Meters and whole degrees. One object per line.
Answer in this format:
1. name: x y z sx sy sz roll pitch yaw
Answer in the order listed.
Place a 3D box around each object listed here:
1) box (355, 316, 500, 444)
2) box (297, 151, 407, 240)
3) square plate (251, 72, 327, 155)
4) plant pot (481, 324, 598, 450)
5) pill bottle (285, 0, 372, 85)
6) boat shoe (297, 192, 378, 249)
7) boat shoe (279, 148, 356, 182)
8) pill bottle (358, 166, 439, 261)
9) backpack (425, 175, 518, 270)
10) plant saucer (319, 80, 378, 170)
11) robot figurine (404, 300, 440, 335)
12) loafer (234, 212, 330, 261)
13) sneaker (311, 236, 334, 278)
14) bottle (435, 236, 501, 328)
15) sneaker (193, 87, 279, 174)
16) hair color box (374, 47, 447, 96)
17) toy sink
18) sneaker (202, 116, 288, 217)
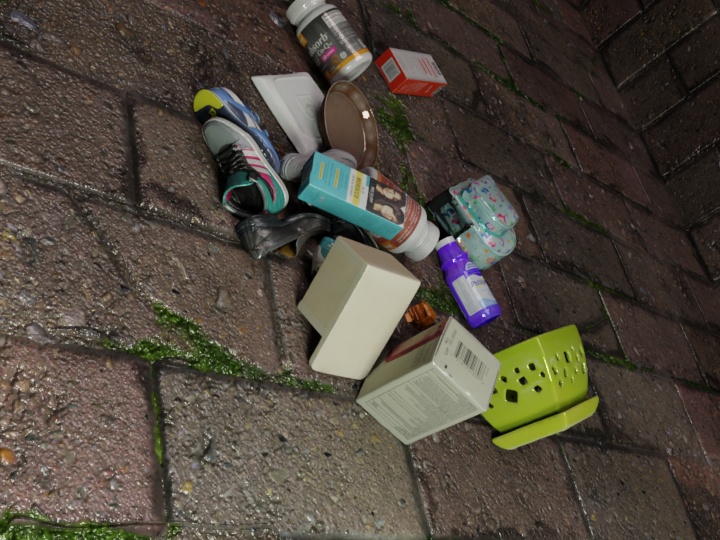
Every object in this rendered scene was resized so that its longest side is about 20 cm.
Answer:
1. box: 0.111 0.184 1.412 0.128 0.200 0.109 43 45 -15
2. box: -0.012 -0.135 1.563 0.199 0.049 0.083 23 53 -21
3. square plate: -0.112 -0.332 1.776 0.199 0.028 0.200 57 33 5
4. plant pot: 0.339 0.232 1.675 0.198 0.199 0.183 -6 70 -53
5. pill bottle: -0.072 -0.520 1.917 0.201 0.116 0.116 53 33 1
6. boat shoe: -0.040 -0.074 1.585 0.200 0.074 0.066 49 14 -22
7. boat shoe: -0.066 -0.192 1.651 0.065 0.074 0.199 21 24 37
8. pill bottle: 0.059 -0.106 1.705 0.199 0.112 0.113 36 37 -24
9. backpack: 0.269 -0.109 1.945 0.201 0.150 0.177 60 32 2
10. plant saucer: -0.028 -0.294 1.788 0.200 0.034 0.202 19 68 -55
11. robot figurine: 0.130 0.130 1.565 0.200 0.058 0.146 63 3 -69
12. loafer: -0.126 -0.055 1.478 0.199 0.073 0.073 -9 75 -43
13. sneaker: 0.000 0.000 1.550 0.199 0.077 0.080 26 63 -36
14. bottle: 0.225 0.023 1.833 0.083 0.065 0.201 -8 67 -52
15. sneaker: -0.209 -0.253 1.545 0.200 0.074 0.082 51 31 -6
16. hair color box: 0.132 -0.509 2.208 0.199 0.061 0.102 -10 68 -53
17. toy sink: -0.017 0.063 1.438 0.130 0.201 0.112 17 18 -41
18. sneaker: -0.212 -0.165 1.458 0.200 0.083 0.121 49 24 -9
